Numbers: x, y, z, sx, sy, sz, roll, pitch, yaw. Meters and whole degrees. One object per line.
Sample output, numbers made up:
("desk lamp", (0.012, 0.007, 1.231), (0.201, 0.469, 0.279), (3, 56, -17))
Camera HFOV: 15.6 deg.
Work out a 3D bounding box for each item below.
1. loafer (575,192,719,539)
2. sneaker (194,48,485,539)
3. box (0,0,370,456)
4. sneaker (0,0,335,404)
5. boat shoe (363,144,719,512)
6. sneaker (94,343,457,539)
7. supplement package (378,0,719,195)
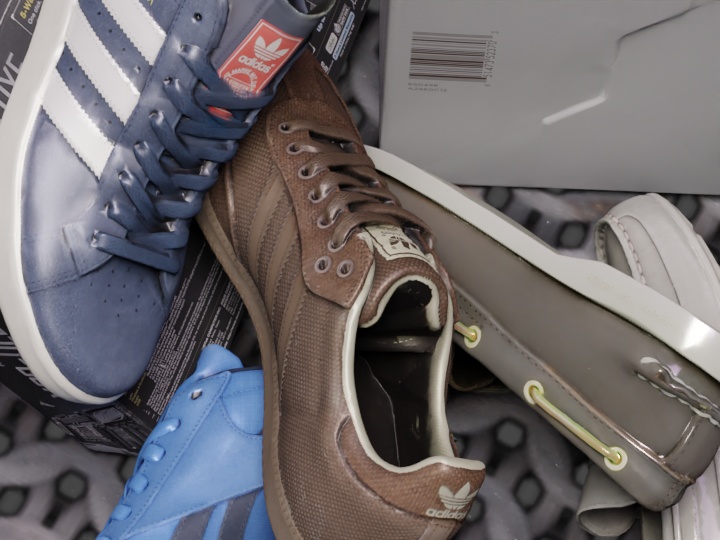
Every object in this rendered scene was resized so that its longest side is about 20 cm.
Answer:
("loafer", (0.105, 0.068, 0.891), (0.069, 0.070, 0.201), (-11, 65, -4))
("sneaker", (0.000, 0.000, 0.837), (0.070, 0.075, 0.201), (6, 60, -39))
("box", (-0.082, -0.060, 0.887), (0.050, 0.158, 0.201), (5, 64, 37))
("sneaker", (-0.055, -0.056, 0.811), (0.084, 0.075, 0.201), (5, 84, 36))
("boat shoe", (0.047, 0.014, 0.882), (0.201, 0.072, 0.060), (30, 90, 44))
("sneaker", (-0.057, 0.079, 0.860), (0.200, 0.066, 0.079), (-37, 90, -33))
("supplement package", (0.085, -0.117, 0.892), (0.155, 0.200, 0.111), (3, 67, 0))
